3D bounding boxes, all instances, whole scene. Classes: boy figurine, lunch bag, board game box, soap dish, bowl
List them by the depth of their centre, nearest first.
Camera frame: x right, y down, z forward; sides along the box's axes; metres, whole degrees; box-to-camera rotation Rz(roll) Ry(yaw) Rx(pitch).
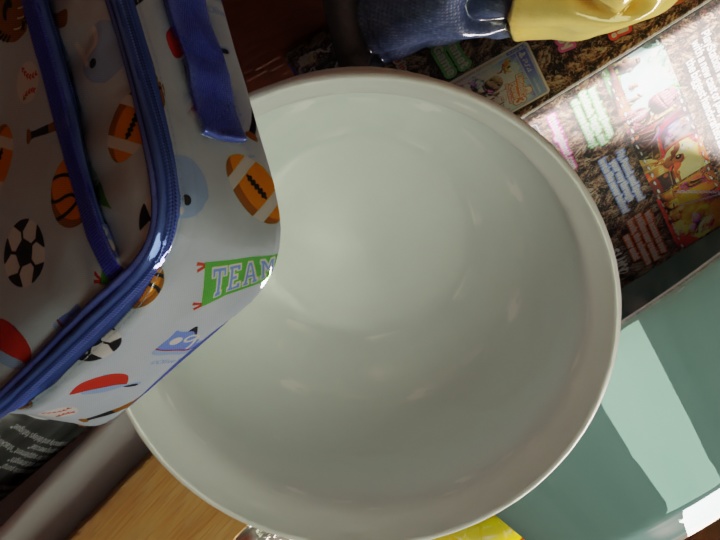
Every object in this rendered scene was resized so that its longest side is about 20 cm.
[{"bbox_3d":[-0.105,-0.056,1.038,0.075,0.201,0.160,5,146,-39],"label":"lunch bag"},{"bbox_3d":[0.083,-0.120,1.119,0.199,0.065,0.124,-15,176,9],"label":"boy figurine"},{"bbox_3d":[0.000,0.000,1.128,0.200,0.090,0.202,0,116,0],"label":"bowl"},{"bbox_3d":[-0.120,0.117,1.242,0.200,0.081,0.157,-46,-170,-31],"label":"soap dish"},{"bbox_3d":[0.094,-0.074,1.255,0.199,0.097,0.160,-31,146,1],"label":"board game box"},{"bbox_3d":[0.127,0.063,1.312,0.200,0.105,0.201,-31,-177,2],"label":"bowl"}]

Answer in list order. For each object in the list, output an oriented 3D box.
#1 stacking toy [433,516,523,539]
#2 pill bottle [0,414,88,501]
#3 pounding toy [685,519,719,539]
[{"bbox_3d":[0.047,0.101,1.460,0.110,0.116,0.201,-34,140,-52],"label":"stacking toy"},{"bbox_3d":[-0.171,0.046,1.196,0.200,0.106,0.106,-40,145,14],"label":"pill bottle"},{"bbox_3d":[0.222,0.117,1.507,0.141,0.200,0.185,-17,144,-20],"label":"pounding toy"}]
